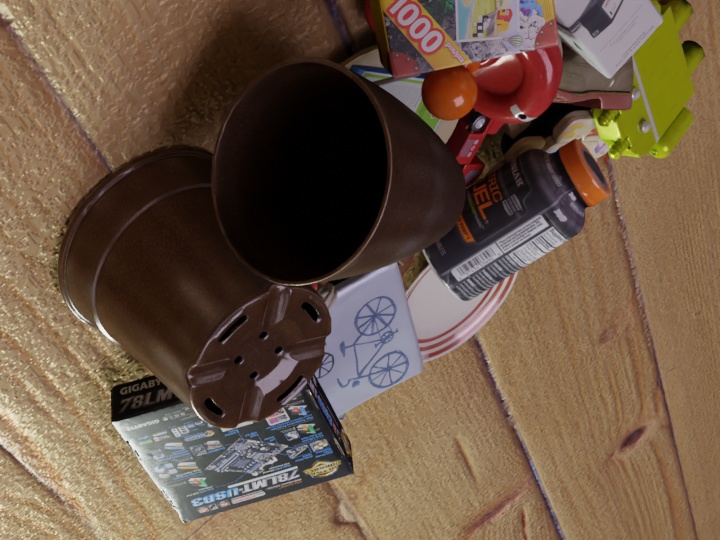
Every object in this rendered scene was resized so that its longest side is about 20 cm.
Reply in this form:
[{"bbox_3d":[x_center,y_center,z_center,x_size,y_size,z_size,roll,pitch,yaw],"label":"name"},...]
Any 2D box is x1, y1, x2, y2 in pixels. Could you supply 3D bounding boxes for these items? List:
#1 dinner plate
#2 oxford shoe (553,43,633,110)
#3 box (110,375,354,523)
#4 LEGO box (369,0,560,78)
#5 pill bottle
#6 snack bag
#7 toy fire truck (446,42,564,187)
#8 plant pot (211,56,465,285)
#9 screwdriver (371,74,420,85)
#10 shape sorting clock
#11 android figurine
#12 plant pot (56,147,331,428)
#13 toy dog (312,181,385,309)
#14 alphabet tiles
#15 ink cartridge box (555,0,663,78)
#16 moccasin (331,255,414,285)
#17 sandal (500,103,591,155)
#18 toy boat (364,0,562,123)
[{"bbox_3d":[0.108,0.027,1.889,0.199,0.024,0.201,-29,146,-21],"label":"dinner plate"},{"bbox_3d":[0.207,-0.208,1.623,0.199,0.070,0.075,0,101,-47],"label":"oxford shoe"},{"bbox_3d":[-0.127,0.166,1.624,0.198,0.050,0.199,-17,139,9],"label":"box"},{"bbox_3d":[0.076,-0.278,1.335,0.147,0.077,0.202,-12,107,-4],"label":"LEGO box"},{"bbox_3d":[0.167,-0.060,1.707,0.199,0.107,0.106,-32,151,18],"label":"pill bottle"},{"bbox_3d":[-0.032,0.090,1.669,0.199,0.021,0.189,-28,139,-11],"label":"snack bag"},{"bbox_3d":[0.151,-0.174,1.688,0.140,0.049,0.201,-5,132,-47],"label":"toy fire truck"},{"bbox_3d":[0.004,-0.077,1.388,0.199,0.187,0.188,5,124,-55],"label":"plant pot"},{"bbox_3d":[-0.021,-0.157,1.416,0.029,0.199,0.028,-21,99,-40],"label":"screwdriver"},{"bbox_3d":[0.016,-0.147,1.577,0.198,0.039,0.201,-18,138,-17],"label":"shape sorting clock"},{"bbox_3d":[0.319,-0.209,1.769,0.200,0.041,0.183,-49,133,-30],"label":"android figurine"},{"bbox_3d":[-0.139,0.024,1.438,0.199,0.198,0.202,-26,138,-27],"label":"plant pot"},{"bbox_3d":[-0.046,-0.036,1.540,0.201,0.096,0.132,-53,-169,-16],"label":"toy dog"},{"bbox_3d":[0.207,-0.110,1.805,0.195,0.015,0.200,-7,147,-48],"label":"alphabet tiles"},{"bbox_3d":[0.184,-0.287,1.506,0.084,0.145,0.200,-47,147,7],"label":"ink cartridge box"},{"bbox_3d":[-0.001,-0.001,1.690,0.202,0.074,0.078,-53,165,22],"label":"moccasin"},{"bbox_3d":[0.246,-0.183,1.782,0.200,0.048,0.075,-42,148,-5],"label":"sandal"},{"bbox_3d":[0.091,-0.194,1.454,0.199,0.132,0.130,31,149,-26],"label":"toy boat"}]
